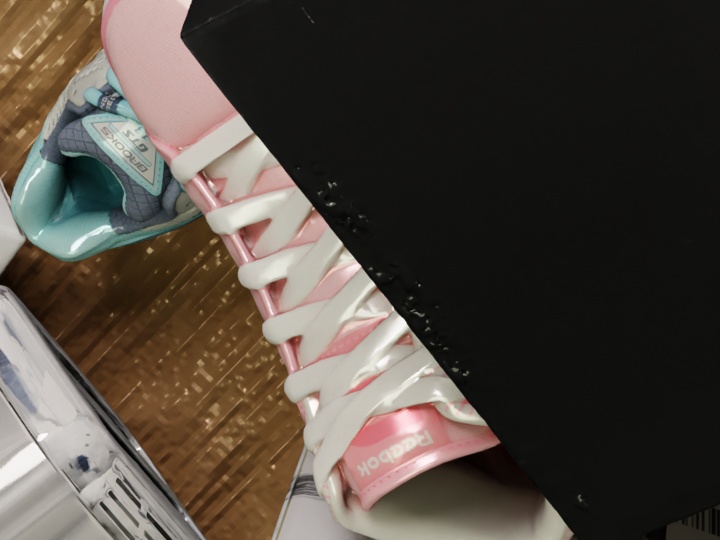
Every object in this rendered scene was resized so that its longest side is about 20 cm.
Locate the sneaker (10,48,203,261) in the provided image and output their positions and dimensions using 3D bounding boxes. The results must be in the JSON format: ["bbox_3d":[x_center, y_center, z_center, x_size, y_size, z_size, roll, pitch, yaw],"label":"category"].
[{"bbox_3d":[-0.040,-0.053,0.856,0.078,0.086,0.200,49,142,-1],"label":"sneaker"}]

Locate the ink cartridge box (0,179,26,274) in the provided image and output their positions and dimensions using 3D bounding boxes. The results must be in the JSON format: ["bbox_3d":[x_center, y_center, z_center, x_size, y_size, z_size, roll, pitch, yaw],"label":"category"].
[{"bbox_3d":[-0.225,0.018,0.927,0.145,0.084,0.200,16,121,-39],"label":"ink cartridge box"}]

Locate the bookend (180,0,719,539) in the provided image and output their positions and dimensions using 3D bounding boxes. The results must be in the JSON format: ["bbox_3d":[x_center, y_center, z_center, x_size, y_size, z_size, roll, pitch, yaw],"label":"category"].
[{"bbox_3d":[0.098,-0.048,0.685,0.200,0.092,0.199,-25,119,27],"label":"bookend"}]

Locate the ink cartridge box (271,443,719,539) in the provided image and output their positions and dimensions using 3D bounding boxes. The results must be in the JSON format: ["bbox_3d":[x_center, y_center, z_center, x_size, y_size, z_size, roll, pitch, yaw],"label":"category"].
[{"bbox_3d":[0.041,0.111,0.851,0.146,0.200,0.084,16,110,2],"label":"ink cartridge box"}]

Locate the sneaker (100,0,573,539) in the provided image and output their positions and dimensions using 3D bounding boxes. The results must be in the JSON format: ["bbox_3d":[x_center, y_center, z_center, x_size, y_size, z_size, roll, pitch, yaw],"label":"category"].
[{"bbox_3d":[0.000,0.000,0.784,0.075,0.105,0.200,-32,111,29],"label":"sneaker"}]

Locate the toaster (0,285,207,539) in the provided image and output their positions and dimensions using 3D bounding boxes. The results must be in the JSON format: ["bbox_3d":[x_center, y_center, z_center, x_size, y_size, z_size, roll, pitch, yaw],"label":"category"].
[{"bbox_3d":[-0.127,0.091,0.913,0.129,0.200,0.114,-38,55,-3],"label":"toaster"}]
